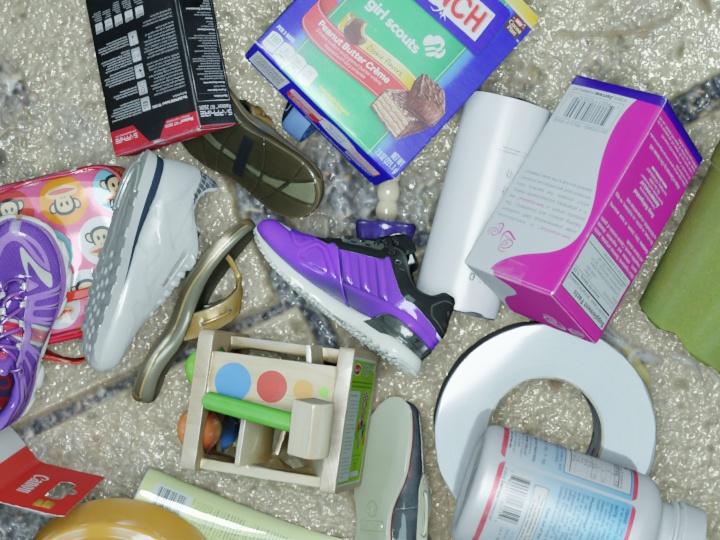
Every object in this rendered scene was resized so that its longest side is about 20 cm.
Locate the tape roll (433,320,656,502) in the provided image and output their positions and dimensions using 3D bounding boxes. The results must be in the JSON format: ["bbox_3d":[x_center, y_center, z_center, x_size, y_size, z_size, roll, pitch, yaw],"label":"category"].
[{"bbox_3d":[0.167,0.147,1.283,0.200,0.066,0.200,0,91,3],"label":"tape roll"}]

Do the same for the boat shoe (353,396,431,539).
[{"bbox_3d":[0.035,0.218,1.292,0.063,0.071,0.200,10,82,-37],"label":"boat shoe"}]

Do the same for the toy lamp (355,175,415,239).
[{"bbox_3d":[0.027,-0.096,1.289,0.058,0.058,0.200,3,91,2],"label":"toy lamp"}]

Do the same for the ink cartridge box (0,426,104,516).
[{"bbox_3d":[-0.339,0.161,1.254,0.200,0.161,0.050,11,95,2],"label":"ink cartridge box"}]

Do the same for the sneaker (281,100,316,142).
[{"bbox_3d":[-0.030,-0.217,1.287,0.078,0.070,0.200,30,85,3],"label":"sneaker"}]

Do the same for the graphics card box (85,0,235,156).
[{"bbox_3d":[-0.187,-0.213,1.267,0.125,0.051,0.200,-11,91,42],"label":"graphics card box"}]

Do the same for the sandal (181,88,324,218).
[{"bbox_3d":[-0.102,-0.123,1.286,0.200,0.055,0.082,37,122,21],"label":"sandal"}]

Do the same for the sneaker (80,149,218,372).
[{"bbox_3d":[-0.186,-0.003,1.228,0.080,0.076,0.200,21,83,-29],"label":"sneaker"}]

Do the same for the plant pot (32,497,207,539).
[{"bbox_3d":[-0.226,0.328,1.219,0.200,0.183,0.200,1,107,4],"label":"plant pot"}]

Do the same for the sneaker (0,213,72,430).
[{"bbox_3d":[-0.301,0.051,1.218,0.081,0.083,0.200,9,104,-4],"label":"sneaker"}]

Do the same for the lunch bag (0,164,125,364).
[{"bbox_3d":[-0.288,0.002,1.294,0.200,0.082,0.176,-13,95,1],"label":"lunch bag"}]

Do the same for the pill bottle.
[{"bbox_3d":[0.186,0.212,1.197,0.200,0.109,0.109,19,92,2],"label":"pill bottle"}]

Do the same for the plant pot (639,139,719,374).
[{"bbox_3d":[0.347,-0.010,1.228,0.200,0.200,0.190,36,104,1],"label":"plant pot"}]

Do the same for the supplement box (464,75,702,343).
[{"bbox_3d":[0.196,-0.054,1.225,0.101,0.103,0.200,23,76,42],"label":"supplement box"}]

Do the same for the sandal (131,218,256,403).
[{"bbox_3d":[-0.143,0.042,1.287,0.054,0.080,0.200,31,96,4],"label":"sandal"}]

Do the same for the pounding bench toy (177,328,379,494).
[{"bbox_3d":[-0.084,0.119,1.213,0.156,0.200,0.124,7,86,11],"label":"pounding bench toy"}]

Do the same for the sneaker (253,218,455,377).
[{"bbox_3d":[0.000,0.000,1.246,0.200,0.070,0.100,37,85,16],"label":"sneaker"}]

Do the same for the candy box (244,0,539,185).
[{"bbox_3d":[0.029,-0.204,1.222,0.169,0.077,0.200,44,80,-10],"label":"candy box"}]

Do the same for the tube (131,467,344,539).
[{"bbox_3d":[-0.118,0.247,1.307,0.200,0.058,0.052,24,53,-1],"label":"tube"}]

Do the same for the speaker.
[{"bbox_3d":[0.111,-0.060,1.275,0.081,0.081,0.200,14,92,2],"label":"speaker"}]
